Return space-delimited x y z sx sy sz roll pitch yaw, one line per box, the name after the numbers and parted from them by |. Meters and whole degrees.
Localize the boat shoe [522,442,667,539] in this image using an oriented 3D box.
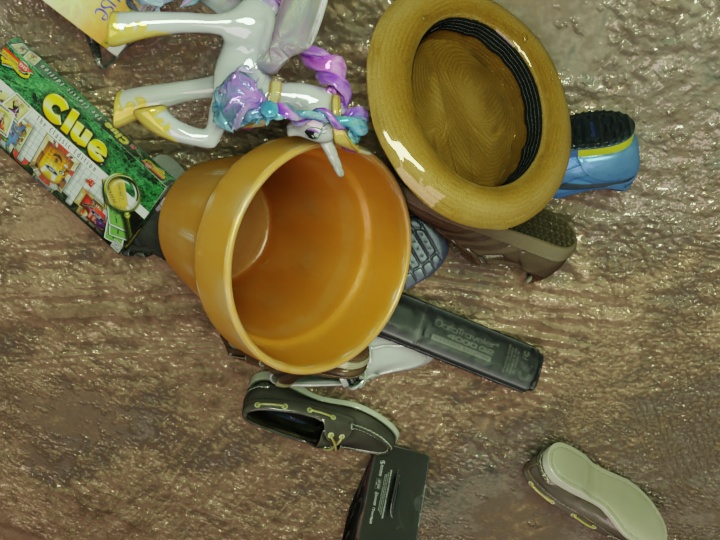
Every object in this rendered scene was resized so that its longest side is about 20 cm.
0.289 0.284 1.119 0.200 0.072 0.060 35 138 -13 | boat shoe

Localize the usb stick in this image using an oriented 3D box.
0.102 0.075 0.982 0.199 0.056 0.033 22 162 -6 | usb stick

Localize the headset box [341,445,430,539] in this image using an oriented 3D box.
0.026 0.332 1.178 0.077 0.149 0.201 16 136 -1 | headset box

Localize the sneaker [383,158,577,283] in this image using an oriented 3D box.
0.102 -0.040 0.860 0.199 0.071 0.076 23 135 -7 | sneaker

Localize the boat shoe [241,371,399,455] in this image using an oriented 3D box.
-0.050 0.192 1.127 0.200 0.061 0.072 21 135 -5 | boat shoe

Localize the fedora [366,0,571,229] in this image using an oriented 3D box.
0.074 -0.121 0.720 0.200 0.201 0.082 31 153 -15 | fedora

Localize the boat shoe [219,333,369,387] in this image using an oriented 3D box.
-0.072 0.090 0.988 0.202 0.075 0.075 17 115 39 | boat shoe

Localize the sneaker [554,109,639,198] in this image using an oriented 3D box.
0.143 -0.092 0.804 0.199 0.066 0.079 0 136 15 | sneaker

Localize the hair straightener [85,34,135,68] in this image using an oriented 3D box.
-0.211 -0.258 0.754 0.076 0.041 0.201 10 129 5 | hair straightener

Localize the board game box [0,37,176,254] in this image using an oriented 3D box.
-0.281 -0.118 0.880 0.200 0.023 0.105 42 120 -3 | board game box

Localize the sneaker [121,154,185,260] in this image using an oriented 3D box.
-0.192 -0.024 0.959 0.099 0.071 0.200 -15 121 29 | sneaker

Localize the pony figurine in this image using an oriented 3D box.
-0.079 -0.173 0.670 0.199 0.167 0.194 7 108 -6 | pony figurine

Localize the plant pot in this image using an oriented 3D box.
-0.086 -0.027 0.830 0.183 0.200 0.201 17 146 47 | plant pot

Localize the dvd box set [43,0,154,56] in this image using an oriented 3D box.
-0.231 -0.278 0.699 0.200 0.029 0.146 37 128 -22 | dvd box set

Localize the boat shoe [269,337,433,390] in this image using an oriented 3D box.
-0.009 0.106 1.030 0.199 0.067 0.074 -8 130 22 | boat shoe

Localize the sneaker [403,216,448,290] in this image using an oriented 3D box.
0.000 0.000 0.930 0.199 0.082 0.074 -25 90 19 | sneaker
